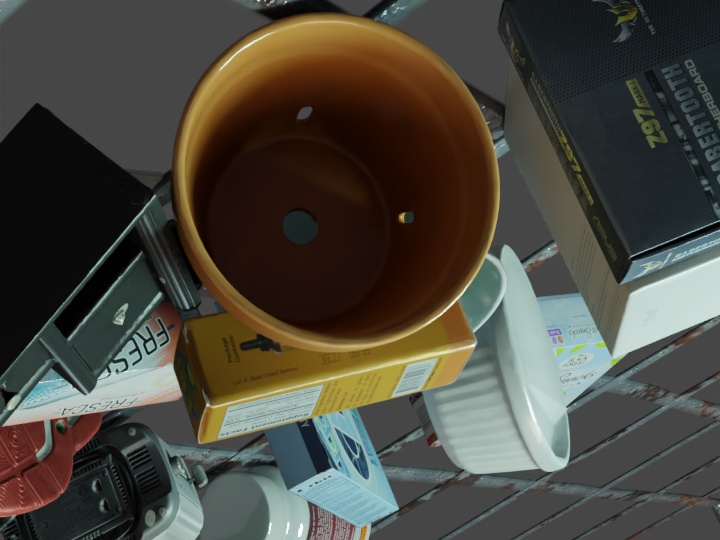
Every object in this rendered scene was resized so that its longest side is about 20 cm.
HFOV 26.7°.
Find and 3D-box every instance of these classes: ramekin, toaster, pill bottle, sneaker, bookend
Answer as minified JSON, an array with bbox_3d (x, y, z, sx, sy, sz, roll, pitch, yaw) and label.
[{"bbox_3d":[0.113,0.087,1.346,0.093,0.205,0.202,-17,159,14],"label":"ramekin"},{"bbox_3d":[-0.238,0.226,1.390,0.198,0.115,0.129,-28,159,4],"label":"toaster"},{"bbox_3d":[-0.082,0.269,1.633,0.114,0.115,0.199,-33,156,20],"label":"pill bottle"},{"bbox_3d":[-0.280,0.151,1.159,0.115,0.079,0.200,-28,-175,20],"label":"sneaker"},{"bbox_3d":[-0.202,0.038,0.901,0.201,0.092,0.199,-51,167,-14],"label":"bookend"}]

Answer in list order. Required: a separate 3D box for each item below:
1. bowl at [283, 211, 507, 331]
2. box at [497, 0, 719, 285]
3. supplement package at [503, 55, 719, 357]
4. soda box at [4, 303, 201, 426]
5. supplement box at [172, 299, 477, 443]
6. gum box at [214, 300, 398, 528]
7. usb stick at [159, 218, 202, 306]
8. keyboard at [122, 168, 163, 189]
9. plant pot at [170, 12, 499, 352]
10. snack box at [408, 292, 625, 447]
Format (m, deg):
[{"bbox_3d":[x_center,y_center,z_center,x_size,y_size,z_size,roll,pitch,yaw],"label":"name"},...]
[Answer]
[{"bbox_3d":[0.000,0.000,1.141,0.198,0.106,0.202,-18,152,-10],"label":"bowl"},{"bbox_3d":[0.198,-0.111,0.990,0.156,0.202,0.051,-20,162,-7],"label":"box"},{"bbox_3d":[0.195,-0.066,1.082,0.118,0.202,0.122,-21,157,-6],"label":"supplement package"},{"bbox_3d":[-0.204,0.065,1.127,0.199,0.064,0.068,-6,152,-46],"label":"soda box"},{"bbox_3d":[-0.025,0.057,1.038,0.197,0.067,0.069,-10,153,-22],"label":"supplement box"},{"bbox_3d":[-0.042,0.117,1.276,0.044,0.171,0.200,-26,158,7],"label":"gum box"},{"bbox_3d":[-0.200,0.019,1.040,0.198,0.056,0.033,-22,-172,-20],"label":"usb stick"},{"bbox_3d":[-0.210,-0.010,1.047,0.056,0.011,0.200,-5,150,-49],"label":"keyboard"},{"bbox_3d":[-0.026,-0.040,0.952,0.198,0.202,0.140,-17,172,-16],"label":"plant pot"},{"bbox_3d":[0.173,0.103,1.593,0.167,0.068,0.200,-5,148,-38],"label":"snack box"}]
